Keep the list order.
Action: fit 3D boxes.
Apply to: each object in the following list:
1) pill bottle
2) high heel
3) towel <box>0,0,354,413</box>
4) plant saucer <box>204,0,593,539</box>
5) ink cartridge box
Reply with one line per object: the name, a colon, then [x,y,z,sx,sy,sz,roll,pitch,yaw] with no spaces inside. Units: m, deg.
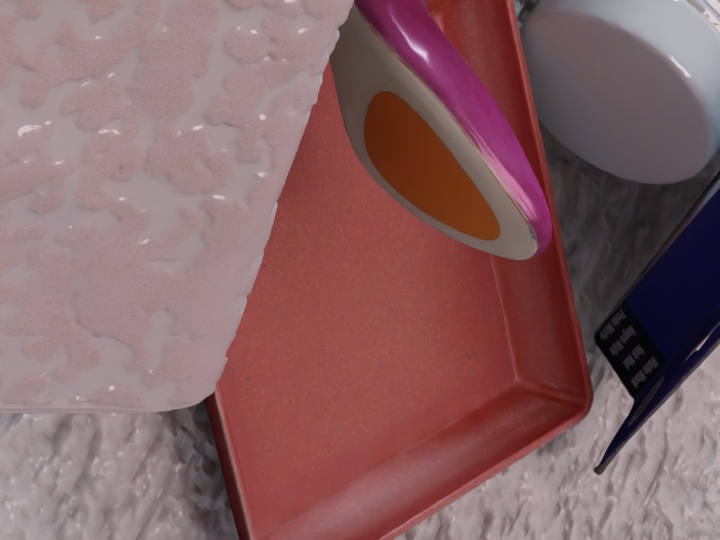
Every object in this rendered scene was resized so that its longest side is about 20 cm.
pill bottle: [0.153,-0.138,1.136,0.200,0.113,0.113,-53,126,-29]
high heel: [0.021,-0.094,0.982,0.096,0.200,0.067,-33,159,-31]
towel: [-0.105,-0.029,0.832,0.191,0.032,0.200,-4,133,-30]
plant saucer: [0.000,0.000,1.045,0.200,0.037,0.200,-28,112,-42]
ink cartridge box: [0.167,-0.031,1.116,0.041,0.200,0.200,38,56,4]
